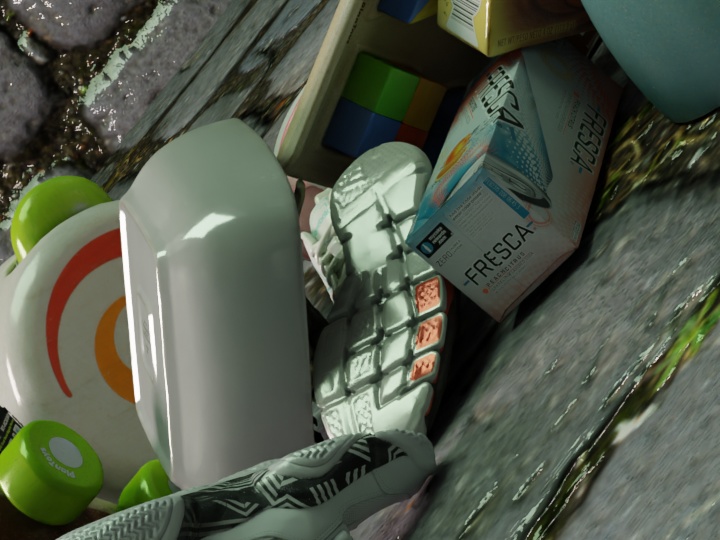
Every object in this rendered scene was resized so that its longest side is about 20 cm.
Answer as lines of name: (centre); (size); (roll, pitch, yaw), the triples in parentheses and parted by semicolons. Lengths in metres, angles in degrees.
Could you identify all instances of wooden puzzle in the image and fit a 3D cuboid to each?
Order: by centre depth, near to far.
wooden puzzle: (0.049, -0.121, 1.615); (0.200, 0.046, 0.186); (13, -79, -56)

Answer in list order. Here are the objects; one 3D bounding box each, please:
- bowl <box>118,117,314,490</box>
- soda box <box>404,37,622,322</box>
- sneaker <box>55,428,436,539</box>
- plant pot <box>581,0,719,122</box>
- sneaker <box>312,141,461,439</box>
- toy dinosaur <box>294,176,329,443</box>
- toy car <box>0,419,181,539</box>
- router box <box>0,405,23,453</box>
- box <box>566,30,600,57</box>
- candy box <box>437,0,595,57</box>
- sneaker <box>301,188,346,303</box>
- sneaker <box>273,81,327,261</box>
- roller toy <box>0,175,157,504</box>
bowl: (-0.079, 0.031, 1.539); (0.200, 0.074, 0.201); (-131, 36, -68)
soda box: (0.083, -0.057, 1.513); (0.064, 0.068, 0.200); (-46, 11, 27)
sneaker: (-0.043, 0.149, 1.350); (0.199, 0.115, 0.075); (-18, -3, -24)
plant pot: (0.171, -0.193, 1.438); (0.200, 0.135, 0.200); (-48, 11, 13)
sneaker: (0.029, 0.027, 1.499); (0.077, 0.082, 0.201); (-16, 48, 25)
toy dinosaur: (-0.032, 0.042, 1.590); (0.200, 0.047, 0.088); (93, 162, -58)
toy car: (-0.155, 0.213, 1.538); (0.164, 0.157, 0.200); (-50, 38, 26)
router box: (-0.244, 0.186, 1.741); (0.200, 0.150, 0.062); (-31, 22, 29)
box: (0.093, -0.159, 1.816); (0.100, 0.075, 0.200); (-56, 13, -22)
candy box: (0.103, -0.222, 1.516); (0.116, 0.201, 0.056); (-16, 31, -29)
sneaker: (0.000, 0.000, 1.649); (0.070, 0.080, 0.200); (-46, 13, 14)
sneaker: (0.007, -0.093, 1.733); (0.201, 0.075, 0.105); (-66, 17, 6)
roller toy: (-0.153, 0.058, 1.805); (0.140, 0.182, 0.201); (-25, 51, 63)
